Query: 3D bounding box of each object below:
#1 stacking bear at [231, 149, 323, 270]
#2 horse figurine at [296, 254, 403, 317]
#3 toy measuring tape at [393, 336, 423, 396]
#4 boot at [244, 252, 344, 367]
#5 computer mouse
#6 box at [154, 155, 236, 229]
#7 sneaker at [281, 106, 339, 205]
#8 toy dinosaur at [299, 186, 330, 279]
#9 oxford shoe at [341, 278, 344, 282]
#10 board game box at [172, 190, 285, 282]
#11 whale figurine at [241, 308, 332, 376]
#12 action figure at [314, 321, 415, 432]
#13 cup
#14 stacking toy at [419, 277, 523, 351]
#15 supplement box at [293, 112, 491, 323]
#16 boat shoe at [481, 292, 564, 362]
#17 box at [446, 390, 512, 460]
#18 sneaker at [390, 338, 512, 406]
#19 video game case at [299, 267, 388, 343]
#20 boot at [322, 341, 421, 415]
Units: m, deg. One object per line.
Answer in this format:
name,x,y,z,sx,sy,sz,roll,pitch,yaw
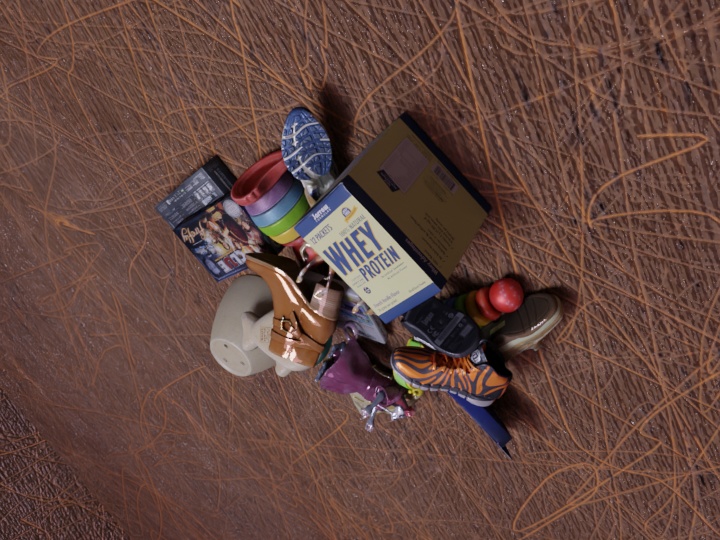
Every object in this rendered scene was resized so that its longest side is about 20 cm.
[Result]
stacking bear,-0.118,-0.091,1.191,0.200,0.122,0.113,51,159,-27
horse figurine,-0.008,-0.003,1.079,0.198,0.050,0.134,25,110,-9
toy measuring tape,0.088,0.148,1.259,0.073,0.074,0.202,7,121,31
boot,-0.134,0.066,1.199,0.198,0.074,0.156,26,108,18
computer mouse,0.126,0.057,1.119,0.199,0.141,0.046,27,160,32
box,-0.288,-0.109,1.335,0.199,0.051,0.158,-25,109,45
sneaker,-0.078,-0.175,1.089,0.076,0.086,0.201,-18,135,1
toy dinosaur,-0.046,-0.050,1.125,0.101,0.058,0.201,-29,110,31
oxford shoe,0.000,0.000,1.207,0.070,0.074,0.201,33,139,5
board game box,-0.244,-0.062,1.283,0.199,0.035,0.136,-21,115,43
whale figurine,-0.137,0.118,1.312,0.198,0.103,0.162,-2,91,36
action figure,0.020,0.213,1.309,0.198,0.150,0.134,27,159,-3
cup,-0.229,0.132,1.439,0.198,0.144,0.202,19,135,20
stacking toy,0.181,0.065,1.141,0.085,0.086,0.199,47,132,-11
supplement box,0.051,-0.076,1.007,0.200,0.200,0.134,45,139,-8
boat shoe,0.266,0.099,1.123,0.075,0.072,0.200,26,146,-18
box,0.207,0.241,1.250,0.032,0.121,0.200,-41,99,7
sneaker,0.154,0.146,1.121,0.197,0.078,0.112,17,138,-12
video game case,-0.056,0.058,1.287,0.198,0.022,0.183,18,155,28
boot,0.025,0.207,1.381,0.199,0.073,0.156,-23,110,48
